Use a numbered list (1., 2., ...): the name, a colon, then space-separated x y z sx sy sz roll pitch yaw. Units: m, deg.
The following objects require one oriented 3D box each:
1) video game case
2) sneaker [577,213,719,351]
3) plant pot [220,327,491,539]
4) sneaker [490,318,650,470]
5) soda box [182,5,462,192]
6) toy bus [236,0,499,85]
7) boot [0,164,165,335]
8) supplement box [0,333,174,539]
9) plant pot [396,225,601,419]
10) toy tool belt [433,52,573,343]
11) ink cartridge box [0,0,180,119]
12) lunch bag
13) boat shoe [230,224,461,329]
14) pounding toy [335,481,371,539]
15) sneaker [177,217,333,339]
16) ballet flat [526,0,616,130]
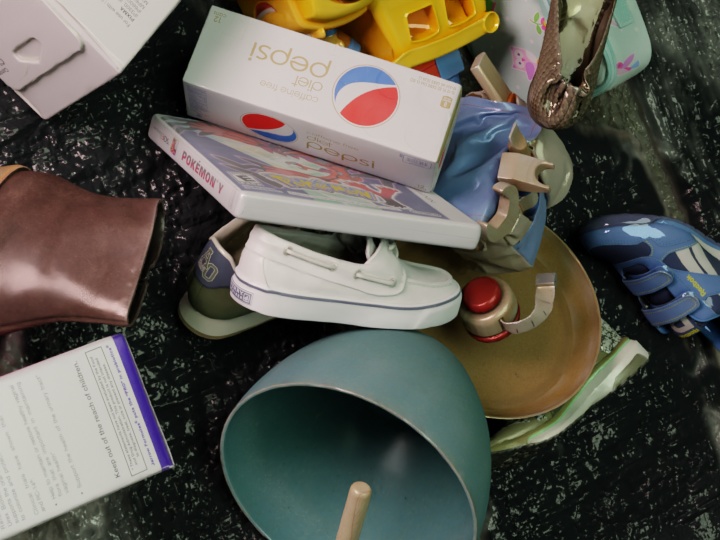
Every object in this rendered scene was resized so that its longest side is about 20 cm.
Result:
1. video game case: -0.036 -0.067 1.366 0.199 0.182 0.023 6 109 -30
2. sneaker: 0.272 0.009 1.601 0.199 0.074 0.083 23 71 -26
3. plant pot: 0.014 0.119 1.360 0.200 0.200 0.135 48 42 -15
4. sneaker: 0.147 0.093 1.518 0.200 0.077 0.089 -34 82 -36
5. soda box: -0.028 -0.127 1.373 0.199 0.064 0.069 18 72 3
6. toy bus: 0.008 -0.196 1.456 0.199 0.135 0.193 -27 111 -31
7. boot: -0.233 0.018 1.235 0.165 0.073 0.201 11 62 14
8. supplement box: -0.244 0.126 1.235 0.199 0.101 0.104 -23 93 -34
9. plant pot: 0.097 0.033 1.480 0.199 0.028 0.201 9 58 -15
10. toy tool belt: 0.095 -0.059 1.434 0.123 0.124 0.201 57 37 -50
11. ink cartridge box: -0.193 -0.237 1.314 0.145 0.145 0.200 44 61 -17
12. lunch bag: 0.147 -0.232 1.518 0.077 0.160 0.201 -28 97 -33
13. boat shoe: 0.000 0.000 1.339 0.199 0.073 0.066 1 113 -41
14. pounding toy: -0.030 0.275 1.291 0.142 0.184 0.200 -43 103 -31
15. sneaker: -0.044 -0.021 1.388 0.199 0.090 0.067 -25 61 -32
16. ballet flat: 0.170 -0.206 1.418 0.067 0.046 0.201 16 81 -13
